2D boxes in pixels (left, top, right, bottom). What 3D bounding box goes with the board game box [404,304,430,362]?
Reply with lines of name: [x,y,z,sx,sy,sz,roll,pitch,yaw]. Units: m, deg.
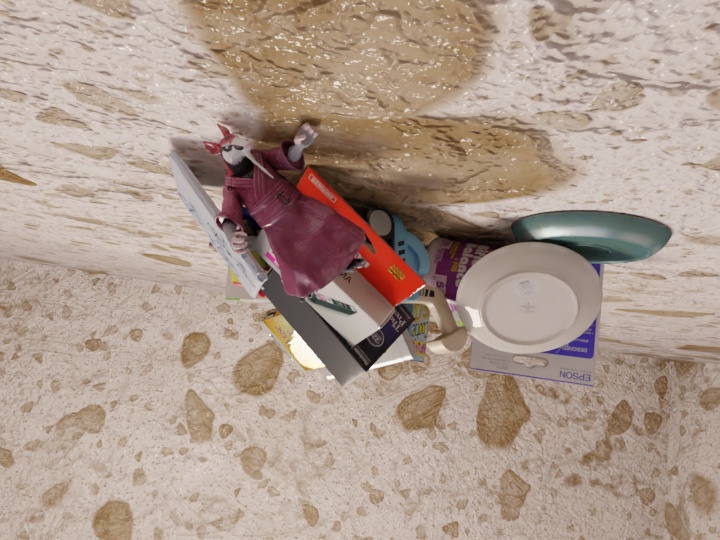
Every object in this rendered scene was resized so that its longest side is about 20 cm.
board game box: [0.077,0.072,1.078,0.104,0.203,0.103,4,171,26]

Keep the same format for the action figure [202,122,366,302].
action figure: [-0.082,-0.072,0.573,0.200,0.134,0.149,51,177,-16]

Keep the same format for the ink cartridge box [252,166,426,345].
ink cartridge box: [-0.035,-0.007,0.688,0.200,0.044,0.174,45,148,-2]

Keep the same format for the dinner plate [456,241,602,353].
dinner plate: [0.233,0.049,0.756,0.197,0.202,0.024,5,-144,6]

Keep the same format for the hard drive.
hard drive: [-0.006,0.123,1.015,0.198,0.133,0.026,-20,-172,32]

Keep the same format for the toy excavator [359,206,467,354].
toy excavator: [0.068,0.019,0.785,0.198,0.197,0.100,6,163,-32]

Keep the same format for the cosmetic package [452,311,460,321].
cosmetic package: [0.226,0.046,1.092,0.089,0.108,0.200,8,173,5]

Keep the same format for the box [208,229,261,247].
box: [-0.169,-0.055,1.006,0.159,0.045,0.199,13,171,-35]

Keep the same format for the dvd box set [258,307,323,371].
dvd box set: [-0.068,0.110,0.980,0.198,0.030,0.147,-17,122,31]

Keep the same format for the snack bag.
snack bag: [-0.181,-0.053,0.698,0.021,0.189,0.200,-36,-179,-16]

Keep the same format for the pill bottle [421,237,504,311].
pill bottle: [0.200,0.016,0.838,0.198,0.114,0.112,10,173,24]

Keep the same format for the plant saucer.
plant saucer: [0.302,-0.038,0.728,0.197,0.028,0.200,8,172,1]

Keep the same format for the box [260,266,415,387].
box: [-0.034,0.049,0.822,0.200,0.141,0.079,49,141,1]

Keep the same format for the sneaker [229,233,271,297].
sneaker: [-0.143,0.000,0.881,0.077,0.092,0.199,0,172,34]

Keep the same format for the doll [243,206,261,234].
doll: [-0.104,-0.077,0.785,0.198,0.049,0.136,2,171,36]

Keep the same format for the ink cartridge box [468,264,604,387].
ink cartridge box: [0.281,0.072,0.880,0.196,0.203,0.043,5,176,23]

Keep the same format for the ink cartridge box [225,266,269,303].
ink cartridge box: [-0.139,0.023,1.047,0.198,0.085,0.145,6,174,-35]

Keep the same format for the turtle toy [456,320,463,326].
turtle toy: [0.268,0.085,1.316,0.144,0.102,0.200,7,171,7]
